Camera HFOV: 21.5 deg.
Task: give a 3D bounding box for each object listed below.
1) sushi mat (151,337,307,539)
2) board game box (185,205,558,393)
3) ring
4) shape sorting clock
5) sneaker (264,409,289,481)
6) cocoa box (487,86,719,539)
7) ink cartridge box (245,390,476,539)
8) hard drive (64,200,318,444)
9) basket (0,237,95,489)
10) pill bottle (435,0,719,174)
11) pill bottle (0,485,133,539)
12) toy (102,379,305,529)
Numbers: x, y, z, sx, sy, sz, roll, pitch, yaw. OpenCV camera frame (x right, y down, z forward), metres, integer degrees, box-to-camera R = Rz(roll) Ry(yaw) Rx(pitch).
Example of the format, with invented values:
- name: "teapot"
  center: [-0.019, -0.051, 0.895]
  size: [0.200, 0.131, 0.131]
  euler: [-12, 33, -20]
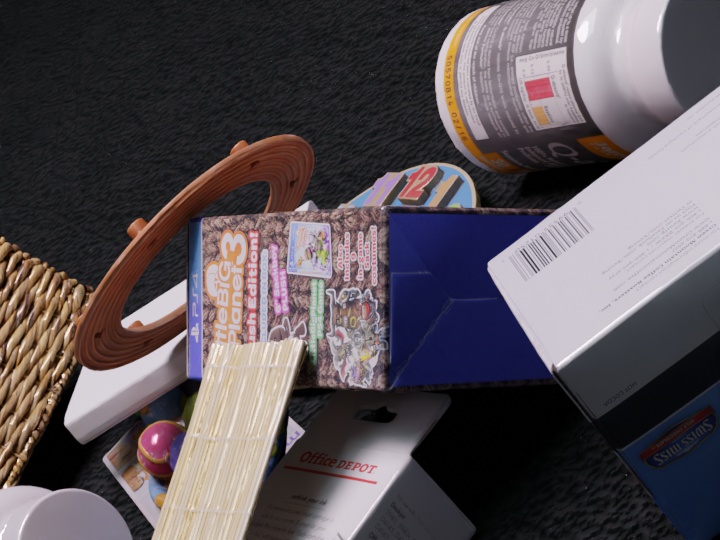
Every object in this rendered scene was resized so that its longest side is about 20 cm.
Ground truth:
- name: "sushi mat"
  center: [-0.084, 0.131, 1.021]
  size: [0.095, 0.012, 0.201]
  euler: [-9, 58, 52]
- name: "board game box"
  center: [0.017, 0.016, 1.095]
  size: [0.200, 0.159, 0.098]
  euler: [-1, 89, 53]
- name: "ring"
  center: [-0.107, -0.013, 1.202]
  size: [0.200, 0.019, 0.201]
  euler: [-42, -14, -13]
- name: "shape sorting clock"
  center: [0.000, 0.000, 1.312]
  size: [0.199, 0.039, 0.200]
  euler: [-32, 26, 17]
- name: "sneaker"
  center: [-0.088, 0.164, 1.139]
  size: [0.070, 0.083, 0.200]
  euler: [15, 64, 11]
- name: "cocoa box"
  center: [0.188, 0.008, 0.926]
  size: [0.200, 0.131, 0.133]
  euler: [-38, 24, 5]
- name: "ink cartridge box"
  center: [-0.019, 0.160, 1.038]
  size: [0.200, 0.067, 0.116]
  euler: [-51, 26, -22]
- name: "hard drive"
  center: [-0.114, 0.035, 1.337]
  size: [0.199, 0.027, 0.132]
  euler: [-32, 20, 16]
- name: "basket"
  center: [-0.304, 0.082, 1.421]
  size: [0.143, 0.148, 0.201]
  euler: [-43, 20, 56]
- name: "pill bottle"
  center: [0.150, -0.127, 1.220]
  size: [0.199, 0.117, 0.117]
  euler: [-5, 42, 52]
- name: "pill bottle"
  center: [-0.224, 0.197, 1.180]
  size: [0.200, 0.111, 0.112]
  euler: [-25, 27, 48]
- name: "toy"
  center: [-0.117, 0.111, 1.280]
  size: [0.115, 0.047, 0.200]
  euler: [-44, 25, -6]
